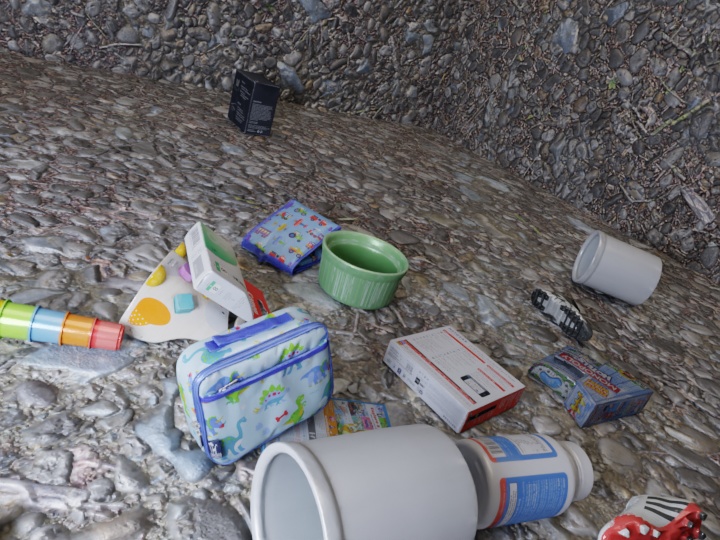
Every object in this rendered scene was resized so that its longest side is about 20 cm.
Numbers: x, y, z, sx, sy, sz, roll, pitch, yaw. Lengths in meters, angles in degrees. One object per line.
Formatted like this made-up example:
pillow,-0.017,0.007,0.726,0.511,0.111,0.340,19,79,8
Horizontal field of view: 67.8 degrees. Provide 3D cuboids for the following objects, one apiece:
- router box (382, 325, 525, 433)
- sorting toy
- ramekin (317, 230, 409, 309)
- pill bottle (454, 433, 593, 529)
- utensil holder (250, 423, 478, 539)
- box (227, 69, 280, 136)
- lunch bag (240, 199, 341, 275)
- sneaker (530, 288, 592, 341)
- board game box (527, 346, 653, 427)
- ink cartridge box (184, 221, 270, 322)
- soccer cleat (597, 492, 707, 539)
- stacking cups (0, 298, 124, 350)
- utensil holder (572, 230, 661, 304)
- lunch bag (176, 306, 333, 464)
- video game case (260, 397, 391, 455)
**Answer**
router box,0.170,0.189,0.981,0.178,0.049,0.200,-6,34,-42
sorting toy,-0.275,0.057,0.920,0.179,0.107,0.201,34,22,-13
ramekin,0.000,0.000,1.189,0.198,0.099,0.201,15,25,-7
pill bottle,0.223,0.287,0.744,0.198,0.113,0.112,6,27,-26
utensil holder,0.005,0.261,0.583,0.198,0.172,0.170,2,29,-34
box,-0.427,-0.665,2.128,0.116,0.202,0.197,-2,32,-36
lunch bag,-0.166,-0.067,1.244,0.150,0.095,0.200,31,37,19
sneaker,0.532,0.109,1.371,0.090,0.067,0.200,2,28,-27
board game box,0.452,0.230,1.077,0.199,0.062,0.199,-8,36,-46
ink cartridge box,-0.212,0.020,0.941,0.200,0.050,0.161,39,12,-39
soccer cleat,0.407,0.366,0.774,0.198,0.070,0.085,-3,7,-23
stacking cups,-0.447,0.079,0.768,0.198,0.061,0.061,12,26,-16
utensil holder,0.783,-0.005,1.641,0.198,0.171,0.170,24,25,5
lunch bag,-0.132,0.143,0.700,0.198,0.163,0.082,-19,33,-33
video game case,-0.044,0.237,0.774,0.198,0.018,0.144,11,25,-16
